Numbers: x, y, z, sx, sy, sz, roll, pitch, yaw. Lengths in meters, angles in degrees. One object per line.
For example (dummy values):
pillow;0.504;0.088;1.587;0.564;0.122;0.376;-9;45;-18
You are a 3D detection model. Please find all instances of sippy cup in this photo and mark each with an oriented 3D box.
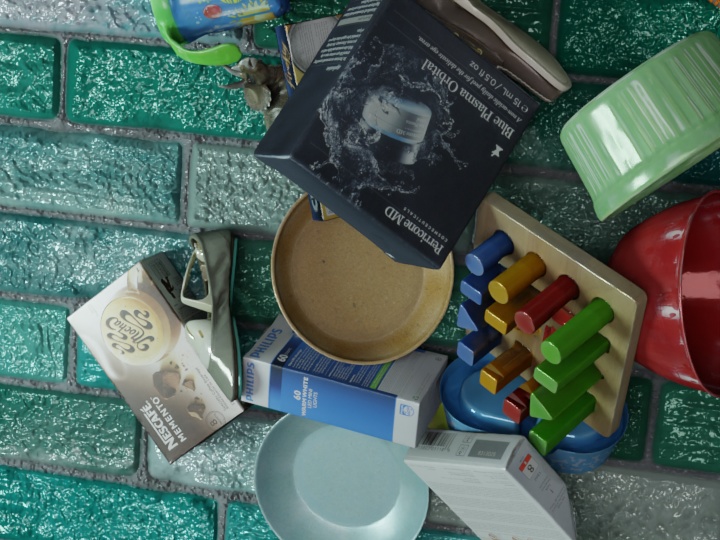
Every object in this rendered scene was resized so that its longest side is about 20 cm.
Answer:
sippy cup;-0.141;-0.306;1.556;0.129;0.140;0.180;-3;101;11

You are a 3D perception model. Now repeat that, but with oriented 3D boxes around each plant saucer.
plant saucer;0.000;0.000;1.594;0.198;0.035;0.203;2;83;-13
plant saucer;-0.019;0.232;1.663;0.199;0.039;0.203;4;108;12

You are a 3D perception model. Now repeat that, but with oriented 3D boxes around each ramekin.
ramekin;0.290;-0.143;1.458;0.199;0.200;0.098;-35;84;16

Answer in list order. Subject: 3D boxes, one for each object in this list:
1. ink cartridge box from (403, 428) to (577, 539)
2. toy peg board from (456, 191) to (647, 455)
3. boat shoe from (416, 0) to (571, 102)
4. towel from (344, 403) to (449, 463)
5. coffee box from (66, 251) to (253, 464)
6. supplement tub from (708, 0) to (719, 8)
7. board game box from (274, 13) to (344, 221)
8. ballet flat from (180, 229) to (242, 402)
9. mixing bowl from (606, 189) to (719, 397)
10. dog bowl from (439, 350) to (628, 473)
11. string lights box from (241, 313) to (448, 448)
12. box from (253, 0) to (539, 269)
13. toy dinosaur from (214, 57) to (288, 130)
ink cartridge box;0.162;0.242;1.564;0.200;0.161;0.050;44;63;-28
toy peg board;0.162;0.064;1.487;0.199;0.098;0.201;36;144;29
boat shoe;0.127;-0.234;1.542;0.200;0.072;0.060;40;111;7
towel;0.082;0.179;1.649;0.198;0.018;0.087;10;101;11
coffee box;-0.215;0.096;1.670;0.113;0.080;0.201;-35;90;15
supplement tub;0.355;-0.321;1.447;0.199;0.122;0.123;35;105;4
board game box;-0.003;-0.164;1.549;0.134;0.035;0.202;-14;99;-20
ballet flat;-0.161;0.048;1.616;0.063;0.068;0.202;1;62;-10
mixing bowl;0.309;0.023;1.496;0.107;0.199;0.202;-1;100;34
dog bowl;0.179;0.152;1.578;0.198;0.112;0.050;12;136;11
string lights box;-0.017;0.114;1.602;0.198;0.103;0.060;13;120;17
box;0.036;-0.139;1.486;0.196;0.117;0.201;35;82;-21
toy dinosaur;-0.064;-0.163;1.602;0.101;0.077;0.201;-22;120;13
